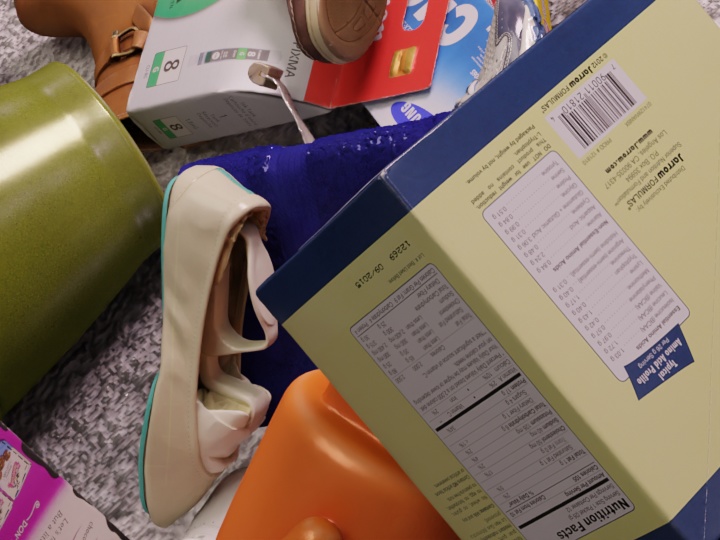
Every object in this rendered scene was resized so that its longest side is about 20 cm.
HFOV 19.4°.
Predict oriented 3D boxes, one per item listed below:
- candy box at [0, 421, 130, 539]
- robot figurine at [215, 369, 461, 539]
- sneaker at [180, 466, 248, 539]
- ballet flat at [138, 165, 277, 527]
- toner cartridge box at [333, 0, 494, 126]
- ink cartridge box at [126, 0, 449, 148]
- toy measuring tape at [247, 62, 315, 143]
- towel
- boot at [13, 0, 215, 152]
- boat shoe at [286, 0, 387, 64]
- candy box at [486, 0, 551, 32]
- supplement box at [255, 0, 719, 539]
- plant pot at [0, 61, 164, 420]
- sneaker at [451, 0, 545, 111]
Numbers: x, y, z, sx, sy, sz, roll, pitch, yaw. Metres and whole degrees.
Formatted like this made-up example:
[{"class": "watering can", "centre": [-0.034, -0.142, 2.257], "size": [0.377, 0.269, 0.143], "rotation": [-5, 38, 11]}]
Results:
[{"class": "candy box", "centre": [-0.189, 0.170, 1.069], "size": [0.061, 0.200, 0.137], "rotation": [2, 55, 38]}, {"class": "robot figurine", "centre": [-0.009, 0.128, 1.013], "size": [0.144, 0.116, 0.201], "rotation": [-106, 38, -64]}, {"class": "sneaker", "centre": [-0.093, 0.180, 1.074], "size": [0.077, 0.100, 0.201], "rotation": [6, 60, 34]}, {"class": "ballet flat", "centre": [-0.076, 0.047, 1.091], "size": [0.069, 0.202, 0.070], "rotation": [4, 19, -2]}, {"class": "toner cartridge box", "centre": [0.042, -0.123, 1.231], "size": [0.095, 0.043, 0.200], "rotation": [-42, 43, 6]}, {"class": "ink cartridge box", "centre": [-0.038, -0.165, 1.261], "size": [0.199, 0.050, 0.162], "rotation": [-11, 54, 35]}, {"class": "toy measuring tape", "centre": [-0.032, -0.018, 1.183], "size": [0.073, 0.074, 0.201], "rotation": [-30, 77, 7]}, {"class": "towel", "centre": [0.000, 0.000, 1.089], "size": [0.199, 0.149, 0.049], "rotation": [-9, 8, 39]}, {"class": "boot", "centre": [-0.161, -0.145, 1.390], "size": [0.198, 0.074, 0.156], "rotation": [-9, 56, 29]}, {"class": "boat shoe", "centre": [-0.032, -0.196, 1.228], "size": [0.072, 0.072, 0.202], "rotation": [-20, 55, 27]}, {"class": "candy box", "centre": [0.067, -0.128, 1.269], "size": [0.101, 0.026, 0.201], "rotation": [-18, 49, 18]}, {"class": "supplement box", "centre": [0.104, 0.009, 0.925], "size": [0.200, 0.200, 0.134], "rotation": [-40, 0, -33]}, {"class": "plant pot", "centre": [-0.222, -0.020, 1.264], "size": [0.192, 0.201, 0.200], "rotation": [-36, 44, -15]}, {"class": "sneaker", "centre": [0.050, -0.050, 1.111], "size": [0.084, 0.077, 0.202], "rotation": [12, 92, 8]}]
